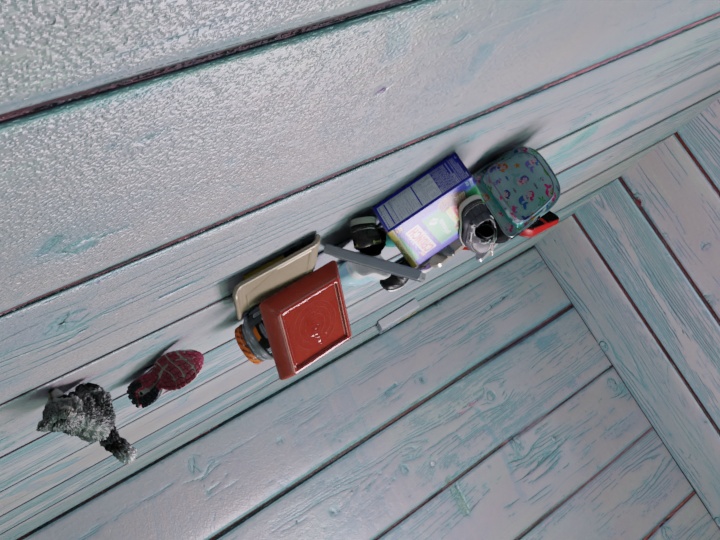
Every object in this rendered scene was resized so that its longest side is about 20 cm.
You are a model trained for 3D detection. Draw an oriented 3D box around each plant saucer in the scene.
[{"bbox_3d":[-0.100,0.110,1.536,0.199,0.037,0.202,-31,127,-30],"label":"plant saucer"}]

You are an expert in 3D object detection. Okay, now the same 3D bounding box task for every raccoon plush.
[{"bbox_3d":[-0.484,0.285,1.329,0.097,0.199,0.134,-49,-171,7],"label":"raccoon plush"}]

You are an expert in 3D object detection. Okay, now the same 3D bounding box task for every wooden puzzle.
[{"bbox_3d":[-0.165,0.010,1.426,0.199,0.037,0.185,-34,170,-15],"label":"wooden puzzle"}]

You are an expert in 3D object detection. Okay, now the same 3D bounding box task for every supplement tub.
[{"bbox_3d":[-0.173,0.115,1.633,0.199,0.123,0.122,-34,170,10],"label":"supplement tub"}]

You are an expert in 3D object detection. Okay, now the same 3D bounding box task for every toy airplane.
[{"bbox_3d":[0.258,-0.099,1.872,0.197,0.142,0.201,-22,-154,17],"label":"toy airplane"}]

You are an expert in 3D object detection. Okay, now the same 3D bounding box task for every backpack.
[{"bbox_3d":[0.351,-0.181,1.665,0.199,0.179,0.151,-32,176,-24],"label":"backpack"}]

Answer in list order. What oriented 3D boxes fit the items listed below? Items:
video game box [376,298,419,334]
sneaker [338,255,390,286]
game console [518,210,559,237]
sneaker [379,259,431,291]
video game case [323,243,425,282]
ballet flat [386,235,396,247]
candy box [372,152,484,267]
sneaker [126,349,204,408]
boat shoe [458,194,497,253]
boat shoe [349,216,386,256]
[{"bbox_3d":[0.166,0.207,3.312,0.199,0.047,0.182,-31,168,-9],"label":"video game box"},{"bbox_3d":[0.000,0.000,1.790,0.081,0.075,0.199,-27,165,27],"label":"sneaker"},{"bbox_3d":[0.371,-0.156,1.805,0.176,0.200,0.031,-19,141,-49],"label":"game console"},{"bbox_3d":[0.138,-0.016,2.157,0.199,0.076,0.088,-31,156,-29],"label":"sneaker"},{"bbox_3d":[0.034,-0.013,1.518,0.182,0.198,0.022,18,88,-82],"label":"video game case"},{"bbox_3d":[0.101,-0.092,1.690,0.070,0.068,0.199,-9,-176,32],"label":"ballet flat"},{"bbox_3d":[0.146,-0.116,1.487,0.199,0.077,0.169,-33,148,7],"label":"candy box"},{"bbox_3d":[-0.408,0.215,1.559,0.199,0.081,0.075,-28,-173,24],"label":"sneaker"},{"bbox_3d":[0.242,-0.075,1.493,0.072,0.063,0.200,-31,150,-1],"label":"boat shoe"},{"bbox_3d":[0.017,-0.059,1.505,0.071,0.061,0.201,-10,170,9],"label":"boat shoe"}]
